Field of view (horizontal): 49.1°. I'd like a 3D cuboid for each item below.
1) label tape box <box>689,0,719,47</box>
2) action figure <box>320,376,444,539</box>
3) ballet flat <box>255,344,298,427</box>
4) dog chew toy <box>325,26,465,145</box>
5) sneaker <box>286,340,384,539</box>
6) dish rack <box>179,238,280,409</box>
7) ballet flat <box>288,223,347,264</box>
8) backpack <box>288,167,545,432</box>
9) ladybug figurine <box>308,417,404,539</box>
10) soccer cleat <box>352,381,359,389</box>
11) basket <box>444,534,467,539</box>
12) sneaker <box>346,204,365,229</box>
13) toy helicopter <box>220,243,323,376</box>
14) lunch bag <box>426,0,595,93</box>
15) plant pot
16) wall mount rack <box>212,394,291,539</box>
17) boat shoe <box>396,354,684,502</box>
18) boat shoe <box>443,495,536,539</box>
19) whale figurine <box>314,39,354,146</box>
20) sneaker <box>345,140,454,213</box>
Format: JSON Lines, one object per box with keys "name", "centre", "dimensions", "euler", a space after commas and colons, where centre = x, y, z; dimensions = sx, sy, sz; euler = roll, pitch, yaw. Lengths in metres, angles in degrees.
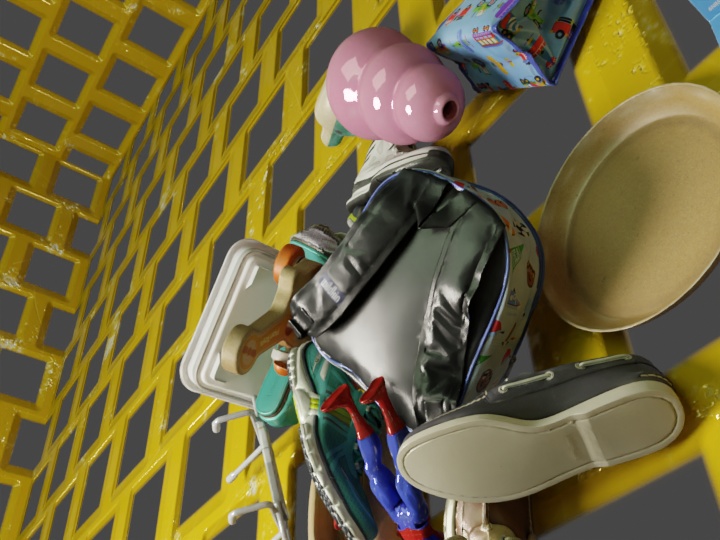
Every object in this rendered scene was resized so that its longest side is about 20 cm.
{"name": "label tape box", "centre": [0.297, -0.293, 0.607], "dimensions": [0.144, 0.062, 0.204], "euler": [-41, 36, 43]}
{"name": "action figure", "centre": [0.023, 0.196, 0.604], "dimensions": [0.064, 0.203, 0.099], "euler": [-17, 17, 38]}
{"name": "ballet flat", "centre": [-0.069, 0.096, 0.969], "dimensions": [0.066, 0.070, 0.204], "euler": [7, 69, 35]}
{"name": "dog chew toy", "centre": [0.043, -0.197, 0.870], "dimensions": [0.199, 0.123, 0.127], "euler": [35, 101, 53]}
{"name": "sneaker", "centre": [-0.014, 0.140, 0.695], "dimensions": [0.078, 0.078, 0.203], "euler": [76, 178, -52]}
{"name": "dish rack", "centre": [-0.121, 0.078, 0.999], "dimensions": [0.043, 0.170, 0.204], "euler": [19, 85, 52]}
{"name": "ballet flat", "centre": [0.000, 0.000, 0.911], "dimensions": [0.199, 0.071, 0.073], "euler": [35, 101, 34]}
{"name": "backpack", "centre": [0.065, 0.018, 0.666], "dimensions": [0.198, 0.153, 0.194], "euler": [34, 114, 28]}
{"name": "ladybug figurine", "centre": [0.005, 0.215, 0.752], "dimensions": [0.135, 0.071, 0.204], "euler": [-39, 37, 42]}
{"name": "soccer cleat", "centre": [-0.030, 0.114, 0.866], "dimensions": [0.200, 0.067, 0.087], "euler": [-77, 6, -75]}
{"name": "basket", "centre": [0.007, 0.274, 0.505], "dimensions": [0.200, 0.134, 0.125], "euler": [-45, 61, 35]}
{"name": "sneaker", "centre": [0.054, -0.055, 0.891], "dimensions": [0.082, 0.073, 0.199], "euler": [-59, 31, -6]}
{"name": "toy helicopter", "centre": [-0.087, 0.063, 0.825], "dimensions": [0.199, 0.077, 0.135], "euler": [-35, -41, -60]}
{"name": "lunch bag", "centre": [0.180, -0.299, 0.824], "dimensions": [0.203, 0.093, 0.150], "euler": [-59, 23, -4]}
{"name": "plant pot", "centre": [0.215, -0.046, 0.610], "dimensions": [0.200, 0.027, 0.204], "euler": [-42, 36, 40]}
{"name": "wall mount rack", "centre": [-0.131, 0.264, 0.952], "dimensions": [0.176, 0.073, 0.203], "euler": [87, 167, -53]}
{"name": "boat shoe", "centre": [0.121, 0.107, 0.555], "dimensions": [0.195, 0.074, 0.063], "euler": [-17, 25, 14]}
{"name": "boat shoe", "centre": [0.105, 0.223, 0.569], "dimensions": [0.073, 0.074, 0.205], "euler": [-10, 69, 53]}
{"name": "whale figurine", "centre": [-0.003, -0.247, 1.133], "dimensions": [0.200, 0.102, 0.162], "euler": [140, 152, -86]}
{"name": "sneaker", "centre": [0.048, -0.140, 0.945], "dimensions": [0.199, 0.074, 0.118], "euler": [-20, 54, 59]}
